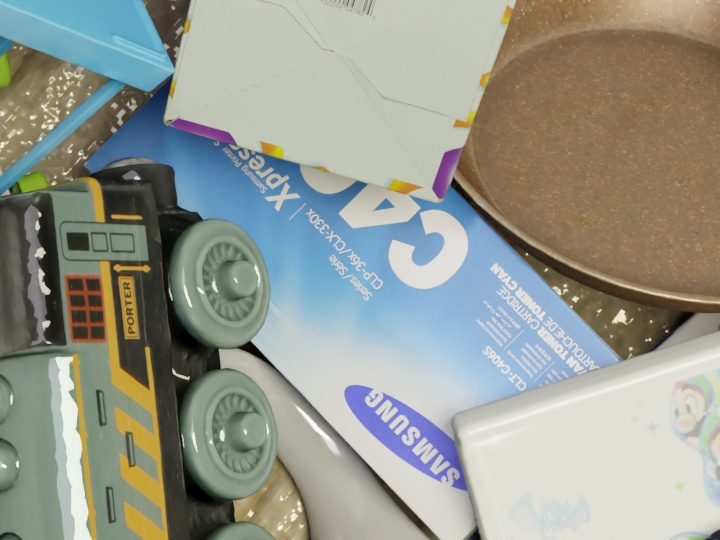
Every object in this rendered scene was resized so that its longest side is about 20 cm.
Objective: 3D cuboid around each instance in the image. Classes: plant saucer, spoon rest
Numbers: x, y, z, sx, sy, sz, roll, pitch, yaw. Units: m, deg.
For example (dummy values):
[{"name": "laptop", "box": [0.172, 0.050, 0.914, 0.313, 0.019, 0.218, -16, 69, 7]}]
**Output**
[{"name": "plant saucer", "box": [0.116, -0.051, 0.980, 0.200, 0.037, 0.201, 6, 45, -6]}, {"name": "spoon rest", "box": [-0.003, 0.116, 0.950, 0.061, 0.099, 0.200, -18, 74, -55]}]

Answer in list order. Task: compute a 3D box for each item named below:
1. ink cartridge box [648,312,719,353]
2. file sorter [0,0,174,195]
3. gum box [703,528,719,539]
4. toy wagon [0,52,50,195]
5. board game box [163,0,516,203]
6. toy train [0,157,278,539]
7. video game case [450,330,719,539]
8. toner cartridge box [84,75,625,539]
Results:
[{"name": "ink cartridge box", "box": [0.186, 0.045, 1.003, 0.200, 0.042, 0.119, -40, 87, -14]}, {"name": "file sorter", "box": [-0.181, -0.124, 0.883, 0.123, 0.139, 0.200, -39, 60, 22]}, {"name": "gum box", "box": [0.099, 0.216, 0.913, 0.170, 0.045, 0.200, -26, 112, -12]}, {"name": "toy wagon", "box": [-0.190, -0.010, 0.967, 0.155, 0.040, 0.201, -19, 82, -10]}, {"name": "board game box", "box": [0.006, -0.136, 0.934, 0.105, 0.103, 0.200, 16, 42, -2]}, {"name": "toy train", "box": [-0.088, 0.059, 0.883, 0.114, 0.085, 0.201, 1, 81, -49]}, {"name": "video game case", "box": [0.149, 0.108, 0.941, 0.199, 0.024, 0.183, -17, 107, -4]}, {"name": "toner cartridge box", "box": [0.000, 0.000, 0.967, 0.095, 0.043, 0.200, -45, 81, 2]}]
